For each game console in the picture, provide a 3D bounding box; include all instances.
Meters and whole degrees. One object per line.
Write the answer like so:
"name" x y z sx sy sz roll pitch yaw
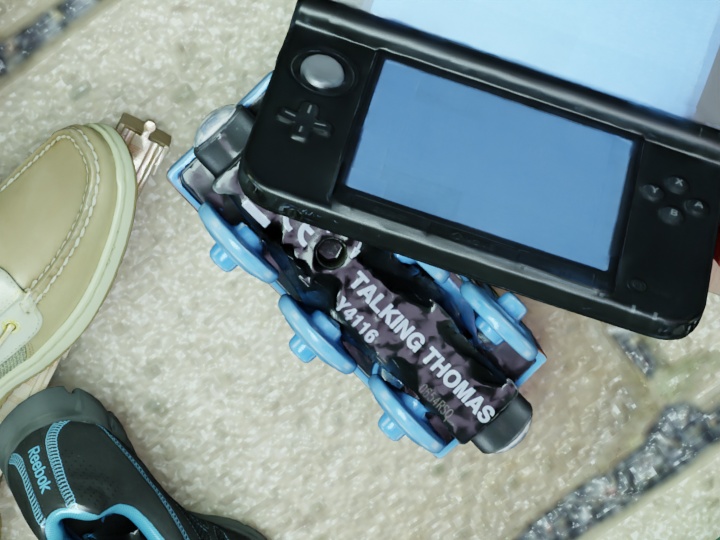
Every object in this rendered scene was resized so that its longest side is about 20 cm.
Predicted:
"game console" 0.070 -0.091 1.126 0.199 0.176 0.117 18 133 0

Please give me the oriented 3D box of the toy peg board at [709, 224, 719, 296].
"toy peg board" 0.171 -0.085 1.213 0.198 0.098 0.201 19 101 -7

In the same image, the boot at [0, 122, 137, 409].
"boot" -0.200 0.004 1.151 0.154 0.072 0.200 18 122 -45

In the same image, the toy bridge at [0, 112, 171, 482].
"toy bridge" -0.139 0.021 1.238 0.027 0.067 0.201 26 101 -8

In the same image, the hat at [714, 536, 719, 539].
"hat" 0.126 0.188 1.312 0.199 0.175 0.167 -13 104 -38

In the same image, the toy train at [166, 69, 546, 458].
"toy train" 0.000 0.000 1.215 0.087 0.114 0.200 -44 101 4

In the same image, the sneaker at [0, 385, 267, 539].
"sneaker" -0.092 0.139 1.237 0.073 0.082 0.200 -40 125 11
